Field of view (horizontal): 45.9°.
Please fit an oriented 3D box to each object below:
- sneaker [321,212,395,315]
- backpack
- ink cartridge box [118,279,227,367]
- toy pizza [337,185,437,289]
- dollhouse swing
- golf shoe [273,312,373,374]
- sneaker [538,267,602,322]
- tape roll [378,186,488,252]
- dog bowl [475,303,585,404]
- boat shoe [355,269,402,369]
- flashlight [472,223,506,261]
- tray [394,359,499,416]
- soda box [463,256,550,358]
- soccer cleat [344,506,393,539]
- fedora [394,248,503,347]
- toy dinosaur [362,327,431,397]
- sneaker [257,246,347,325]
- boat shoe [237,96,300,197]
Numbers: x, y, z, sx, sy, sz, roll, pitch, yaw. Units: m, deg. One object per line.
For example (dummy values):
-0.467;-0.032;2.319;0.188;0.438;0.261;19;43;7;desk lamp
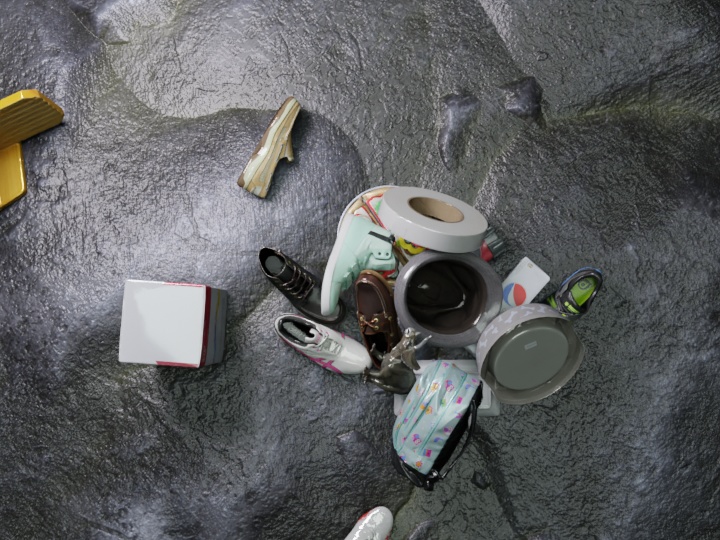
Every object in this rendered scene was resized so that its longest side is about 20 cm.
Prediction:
0.000;0.000;1.553;0.117;0.074;0.202;18;72;2;sneaker
0.133;0.260;1.495;0.126;0.167;0.201;26;111;2;backpack
-0.332;0.096;1.538;0.144;0.200;0.146;3;87;3;ink cartridge box
0.054;-0.065;1.624;0.199;0.032;0.202;0;84;2;toy pizza
-0.646;-0.216;1.579;0.175;0.200;0.183;-10;84;0;dollhouse swing
-0.071;0.140;1.578;0.199;0.092;0.073;23;85;3;golf shoe
0.372;0.070;1.573;0.071;0.083;0.200;44;91;5;sneaker
0.130;-0.094;1.531;0.202;0.203;0.037;18;115;4;tape roll
0.297;0.145;1.516;0.199;0.059;0.201;-9;126;-12;dog bowl
0.031;0.093;1.532;0.070;0.201;0.070;4;41;30;boat shoe
0.175;-0.010;1.598;0.199;0.068;0.068;-33;58;-1;flashlight
0.162;0.222;1.584;0.198;0.022;0.108;-1;98;2;tray
0.262;0.071;1.584;0.064;0.068;0.200;41;87;5;soda box
-0.011;0.515;1.539;0.069;0.085;0.200;42;87;6;soccer cleat
0.146;0.042;1.526;0.199;0.090;0.178;9;97;-16;fedora
0.061;0.189;1.516;0.102;0.201;0.077;14;44;11;toy dinosaur
-0.114;0.033;1.582;0.200;0.106;0.075;36;86;5;sneaker
-0.159;-0.234;1.638;0.076;0.072;0.201;29;93;-10;boat shoe
